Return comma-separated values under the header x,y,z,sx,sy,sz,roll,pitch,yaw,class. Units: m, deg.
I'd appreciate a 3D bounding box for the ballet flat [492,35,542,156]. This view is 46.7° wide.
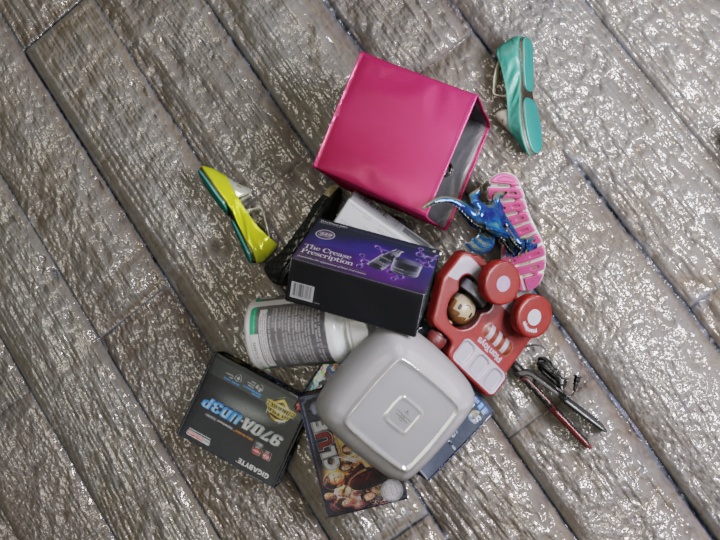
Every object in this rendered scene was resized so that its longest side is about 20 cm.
x,y,z,sx,sy,sz,roll,pitch,yaw,class
0.254,-0.280,1.369,0.070,0.067,0.203,-8,83,37,ballet flat

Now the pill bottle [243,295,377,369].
x,y,z,sx,sy,sz,roll,pitch,yaw,class
-0.072,0.091,1.301,0.197,0.113,0.115,-6,84,17,pill bottle

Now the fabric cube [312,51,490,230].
x,y,z,sx,sy,sz,roll,pitch,yaw,class
0.072,-0.197,1.329,0.198,0.200,0.198,23,92,16,fabric cube

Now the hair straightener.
x,y,z,sx,sy,sz,roll,pitch,yaw,class
0.317,0.186,1.330,0.077,0.041,0.200,-46,73,6,hair straightener

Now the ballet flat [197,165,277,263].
x,y,z,sx,sy,sz,roll,pitch,yaw,class
-0.210,-0.107,1.463,0.067,0.067,0.201,-30,82,-12,ballet flat

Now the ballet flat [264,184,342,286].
x,y,z,sx,sy,sz,roll,pitch,yaw,class
-0.099,-0.065,1.427,0.057,0.066,0.201,36,93,25,ballet flat

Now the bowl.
x,y,z,sx,sy,sz,roll,pitch,yaw,class
0.056,0.199,1.219,0.200,0.075,0.200,41,93,-12,bowl

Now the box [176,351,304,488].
x,y,z,sx,sy,sz,roll,pitch,yaw,class
-0.195,0.253,1.433,0.198,0.046,0.160,26,91,13,box

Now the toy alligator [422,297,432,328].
x,y,z,sx,sy,sz,roll,pitch,yaw,class
0.120,0.104,1.365,0.054,0.059,0.202,-20,83,11,toy alligator

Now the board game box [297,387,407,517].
x,y,z,sx,sy,sz,roll,pitch,yaw,class
-0.012,0.281,1.336,0.134,0.035,0.202,-14,94,2,board game box

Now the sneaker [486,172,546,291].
x,y,z,sx,sy,sz,roll,pitch,yaw,class
0.250,-0.068,1.344,0.073,0.088,0.202,-16,105,13,sneaker

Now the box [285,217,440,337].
x,y,z,sx,sy,sz,roll,pitch,yaw,class
0.006,0.006,1.233,0.198,0.141,0.080,15,118,7,box

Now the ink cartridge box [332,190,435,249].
x,y,z,sx,sy,sz,roll,pitch,yaw,class
0.000,0.000,1.337,0.162,0.057,0.201,35,118,-1,ink cartridge box

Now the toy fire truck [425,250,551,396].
x,y,z,sx,sy,sz,roll,pitch,yaw,class
0.183,0.076,1.281,0.200,0.112,0.169,42,79,-24,toy fire truck

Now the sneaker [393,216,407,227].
x,y,z,sx,sy,sz,roll,pitch,yaw,class
-0.004,-0.042,1.400,0.198,0.091,0.067,-16,117,18,sneaker

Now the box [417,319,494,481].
x,y,z,sx,sy,sz,roll,pitch,yaw,class
0.094,0.201,1.306,0.157,0.051,0.201,-41,103,-14,box

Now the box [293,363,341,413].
x,y,z,sx,sy,sz,roll,pitch,yaw,class
0.009,0.222,1.369,0.199,0.040,0.138,33,94,-2,box

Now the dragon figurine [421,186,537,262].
x,y,z,sx,sy,sz,roll,pitch,yaw,class
0.185,-0.065,1.234,0.059,0.199,0.101,-33,64,40,dragon figurine
